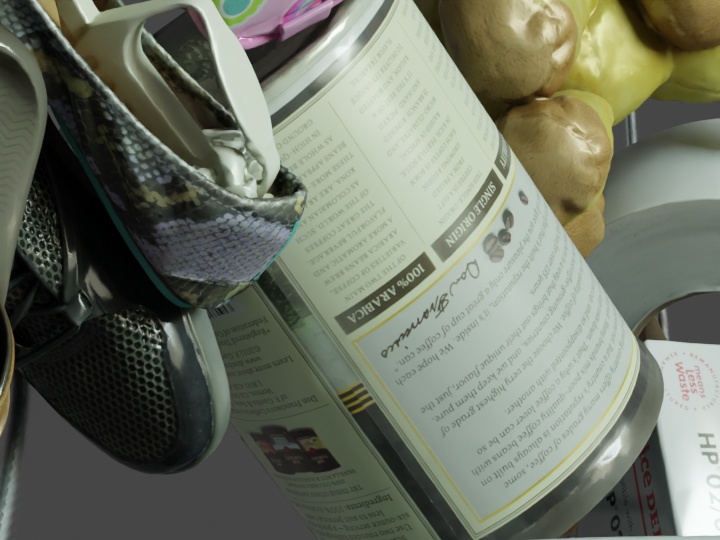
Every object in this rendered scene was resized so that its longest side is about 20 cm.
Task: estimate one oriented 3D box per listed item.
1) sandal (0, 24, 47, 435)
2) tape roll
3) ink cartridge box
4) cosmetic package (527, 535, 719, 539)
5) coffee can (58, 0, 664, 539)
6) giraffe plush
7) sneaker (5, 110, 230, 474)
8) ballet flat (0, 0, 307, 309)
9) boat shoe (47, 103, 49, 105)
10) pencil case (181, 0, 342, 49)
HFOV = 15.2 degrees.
[{"bbox_3d":[-0.126,0.025,0.777,0.082,0.055,0.201,17,89,-40],"label":"sandal"},{"bbox_3d":[0.174,0.032,1.212,0.203,0.202,0.071,55,31,-21],"label":"tape roll"},{"bbox_3d":[0.124,0.104,1.073,0.068,0.200,0.115,4,61,-23],"label":"ink cartridge box"},{"bbox_3d":[0.046,0.192,0.913,0.200,0.166,0.168,7,64,-57],"label":"cosmetic package"},{"bbox_3d":[0.000,0.000,0.991,0.200,0.146,0.147,55,30,-21],"label":"coffee can"},{"bbox_3d":[0.106,-0.098,1.141,0.200,0.162,0.173,162,-92,-83],"label":"giraffe plush"},{"bbox_3d":[-0.124,-0.003,0.860,0.200,0.076,0.114,58,31,-11],"label":"sneaker"},{"bbox_3d":[-0.084,-0.081,0.851,0.200,0.072,0.072,52,31,-11],"label":"ballet flat"},{"bbox_3d":[-0.158,-0.143,0.923,0.200,0.072,0.076,58,0,-11],"label":"boat shoe"},{"bbox_3d":[-0.078,-0.152,0.941,0.200,0.088,0.087,38,7,39],"label":"pencil case"}]
